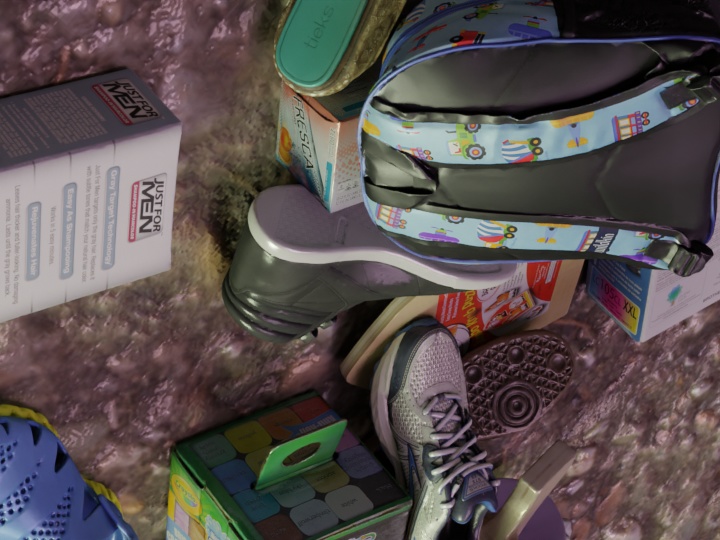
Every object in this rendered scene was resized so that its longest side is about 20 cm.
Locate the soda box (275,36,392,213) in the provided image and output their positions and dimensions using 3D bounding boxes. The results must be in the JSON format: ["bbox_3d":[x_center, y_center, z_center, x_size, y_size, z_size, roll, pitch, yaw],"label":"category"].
[{"bbox_3d":[0.046,-0.105,1.018,0.199,0.064,0.069,-20,137,-29],"label":"soda box"}]

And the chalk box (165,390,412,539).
[{"bbox_3d":[-0.053,0.175,1.139,0.124,0.124,0.201,-17,134,-31],"label":"chalk box"}]

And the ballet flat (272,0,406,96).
[{"bbox_3d":[0.014,-0.189,0.921,0.201,0.070,0.065,-57,168,19],"label":"ballet flat"}]

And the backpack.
[{"bbox_3d":[0.098,-0.089,0.919,0.198,0.135,0.183,-3,139,3],"label":"backpack"}]

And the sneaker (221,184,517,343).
[{"bbox_3d":[0.000,0.000,1.048,0.199,0.071,0.099,4,143,-33],"label":"sneaker"}]

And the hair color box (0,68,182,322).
[{"bbox_3d":[-0.194,-0.028,0.860,0.199,0.061,0.100,-18,136,-31],"label":"hair color box"}]

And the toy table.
[{"bbox_3d":[0.092,0.221,1.288,0.200,0.183,0.117,-53,166,-32],"label":"toy table"}]

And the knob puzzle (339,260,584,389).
[{"bbox_3d":[0.069,0.022,1.176,0.218,0.031,0.220,-27,156,-13],"label":"knob puzzle"}]

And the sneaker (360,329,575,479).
[{"bbox_3d":[0.064,0.104,1.229,0.199,0.076,0.071,-32,100,-8],"label":"sneaker"}]

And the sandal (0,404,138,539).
[{"bbox_3d":[-0.189,0.151,1.013,0.079,0.087,0.200,-43,142,0],"label":"sandal"}]

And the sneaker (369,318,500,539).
[{"bbox_3d":[0.061,0.132,1.137,0.077,0.085,0.202,-15,110,-33],"label":"sneaker"}]

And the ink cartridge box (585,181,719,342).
[{"bbox_3d":[0.247,-0.063,1.240,0.136,0.076,0.201,-26,141,-25],"label":"ink cartridge box"}]

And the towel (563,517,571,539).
[{"bbox_3d":[0.094,0.305,1.464,0.199,0.048,0.172,-18,135,-32],"label":"towel"}]
